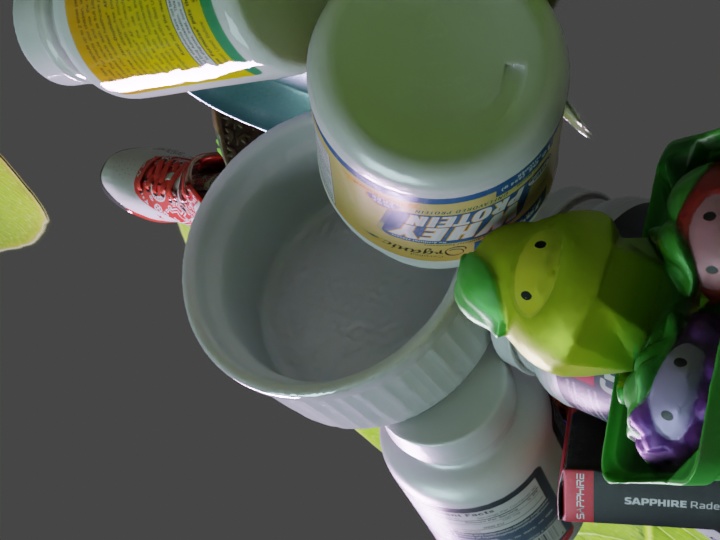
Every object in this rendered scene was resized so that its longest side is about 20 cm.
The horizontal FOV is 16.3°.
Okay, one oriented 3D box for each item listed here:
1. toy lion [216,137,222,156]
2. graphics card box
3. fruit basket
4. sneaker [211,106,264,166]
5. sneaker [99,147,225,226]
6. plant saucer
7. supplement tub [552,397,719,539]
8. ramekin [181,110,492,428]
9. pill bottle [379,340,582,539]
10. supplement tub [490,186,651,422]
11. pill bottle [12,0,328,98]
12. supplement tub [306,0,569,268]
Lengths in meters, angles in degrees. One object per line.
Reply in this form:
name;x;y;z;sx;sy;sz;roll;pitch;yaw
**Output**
toy lion;-0.030;-0.045;1.989;0.192;0.069;0.200;36;169;15
graphics card box;0.231;0.111;1.615;0.199;0.126;0.051;4;126;9
fruit basket;0.161;0.017;1.387;0.215;0.216;0.155;35;167;-12
sneaker;-0.059;-0.060;1.850;0.201;0.067;0.090;63;171;-11
sneaker;-0.143;-0.075;2.117;0.201;0.067;0.108;23;164;22
plant saucer;-0.031;-0.127;1.633;0.199;0.036;0.200;15;166;4
supplement tub;0.239;0.112;1.773;0.200;0.123;0.122;33;167;-7
ramekin;-0.005;0.003;1.605;0.200;0.201;0.098;25;168;31
pill bottle;0.079;0.117;1.696;0.119;0.120;0.200;25;162;28
supplement tub;0.194;0.037;1.556;0.200;0.141;0.140;23;165;33
pill bottle;-0.111;-0.162;1.493;0.200;0.113;0.113;-5;145;42
supplement tub;0.044;-0.086;1.437;0.144;0.145;0.200;30;167;10
